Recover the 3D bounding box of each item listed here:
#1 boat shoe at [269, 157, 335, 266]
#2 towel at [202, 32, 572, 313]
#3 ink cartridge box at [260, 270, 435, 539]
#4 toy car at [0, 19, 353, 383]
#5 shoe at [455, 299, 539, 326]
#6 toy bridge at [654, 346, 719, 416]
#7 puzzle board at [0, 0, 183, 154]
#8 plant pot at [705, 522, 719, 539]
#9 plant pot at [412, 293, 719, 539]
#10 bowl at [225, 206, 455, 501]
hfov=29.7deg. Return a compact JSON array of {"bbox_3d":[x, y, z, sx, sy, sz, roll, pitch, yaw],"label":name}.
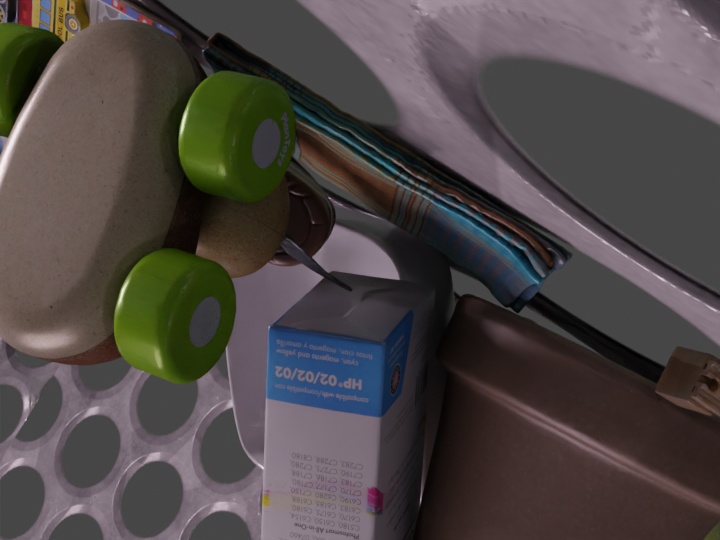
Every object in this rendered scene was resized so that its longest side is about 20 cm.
[{"bbox_3d":[-0.101,-0.076,0.808,0.202,0.075,0.075,41,-164,0],"label":"boat shoe"},{"bbox_3d":[0.011,-0.044,0.695,0.198,0.022,0.147,33,174,5],"label":"towel"},{"bbox_3d":[-0.007,0.115,0.756,0.067,0.203,0.115,7,-164,15],"label":"ink cartridge box"},{"bbox_3d":[-0.091,-0.019,0.681,0.162,0.160,0.200,16,174,28],"label":"toy car"},{"bbox_3d":[0.073,0.060,0.964,0.071,0.053,0.200,70,164,-3],"label":"shoe"},{"bbox_3d":[0.236,0.102,0.658,0.199,0.027,0.067,34,173,-17],"label":"toy bridge"},{"bbox_3d":[-0.172,-0.080,0.774,0.150,0.017,0.202,31,133,19],"label":"puzzle board"},{"bbox_3d":[0.330,0.308,1.271,0.199,0.201,0.190,34,-173,-23],"label":"plant pot"},{"bbox_3d":[0.111,0.135,0.770,0.198,0.177,0.200,25,180,0],"label":"plant pot"},{"bbox_3d":[-0.005,0.052,0.896,0.074,0.203,0.199,-18,-158,-37],"label":"bowl"}]
